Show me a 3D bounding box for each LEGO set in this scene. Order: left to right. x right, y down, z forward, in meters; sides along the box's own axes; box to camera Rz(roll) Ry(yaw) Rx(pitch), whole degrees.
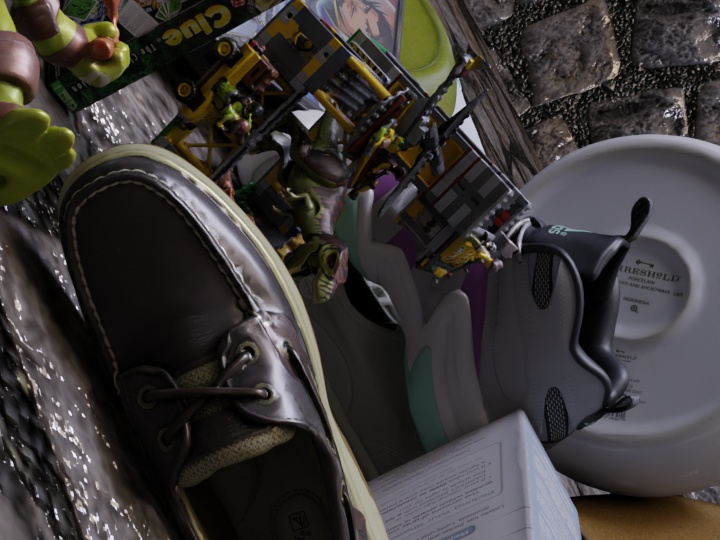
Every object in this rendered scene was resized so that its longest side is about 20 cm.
[{"bbox_3d":[-0.007,-0.021,0.738,0.116,0.154,0.200,47,-1,13],"label":"LEGO set"}]

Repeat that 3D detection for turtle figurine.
[{"bbox_3d":[-0.134,-0.110,0.579,0.201,0.064,0.162,65,14,-45],"label":"turtle figurine"}]

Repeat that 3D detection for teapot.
[{"bbox_3d":[0.159,0.035,0.929,0.201,0.197,0.146,58,3,29],"label":"teapot"}]

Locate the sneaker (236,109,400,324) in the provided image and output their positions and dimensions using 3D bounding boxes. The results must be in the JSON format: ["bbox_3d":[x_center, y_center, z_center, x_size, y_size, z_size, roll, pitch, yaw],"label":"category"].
[{"bbox_3d":[0.000,0.000,0.943,0.200,0.077,0.100,53,18,-41],"label":"sneaker"}]

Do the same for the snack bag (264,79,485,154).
[{"bbox_3d":[0.002,-0.101,1.076,0.199,0.021,0.189,15,39,-31],"label":"snack bag"}]

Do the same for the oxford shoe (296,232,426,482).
[{"bbox_3d":[0.013,0.065,0.889,0.201,0.057,0.075,62,9,-13],"label":"oxford shoe"}]

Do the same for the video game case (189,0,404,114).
[{"bbox_3d":[-0.040,-0.174,0.971,0.180,0.025,0.201,36,47,-39],"label":"video game case"}]

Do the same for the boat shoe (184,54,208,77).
[{"bbox_3d":[-0.088,-0.189,0.991,0.072,0.068,0.201,51,16,-50],"label":"boat shoe"}]

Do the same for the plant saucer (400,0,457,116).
[{"bbox_3d":[-0.018,-0.161,1.085,0.199,0.031,0.201,24,34,-18],"label":"plant saucer"}]

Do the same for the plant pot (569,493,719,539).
[{"bbox_3d":[0.134,0.188,0.908,0.200,0.186,0.187,31,31,-47],"label":"plant pot"}]

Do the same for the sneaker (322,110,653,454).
[{"bbox_3d":[0.070,-0.014,0.837,0.078,0.139,0.201,-9,74,-65],"label":"sneaker"}]

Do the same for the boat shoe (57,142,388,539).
[{"bbox_3d":[-0.042,0.051,0.610,0.201,0.073,0.065,61,5,-14],"label":"boat shoe"}]

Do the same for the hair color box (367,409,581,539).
[{"bbox_3d":[0.038,0.134,0.721,0.061,0.098,0.200,61,11,-12],"label":"hair color box"}]

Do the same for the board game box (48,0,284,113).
[{"bbox_3d":[-0.093,-0.155,0.783,0.023,0.104,0.201,52,16,-39],"label":"board game box"}]
